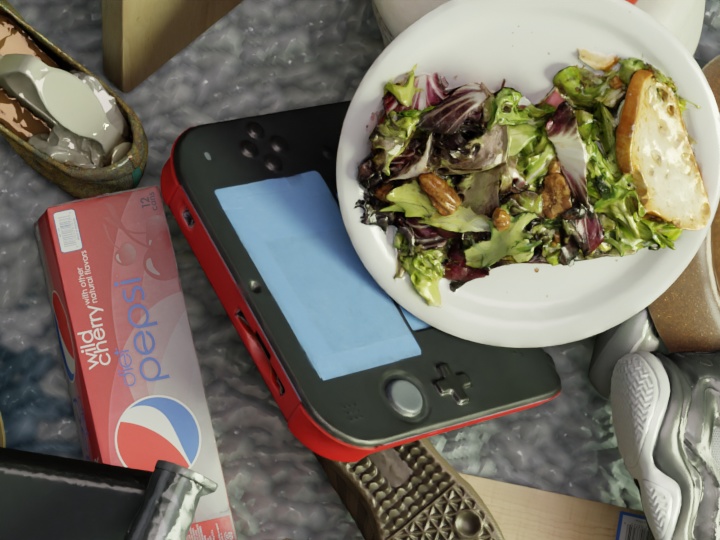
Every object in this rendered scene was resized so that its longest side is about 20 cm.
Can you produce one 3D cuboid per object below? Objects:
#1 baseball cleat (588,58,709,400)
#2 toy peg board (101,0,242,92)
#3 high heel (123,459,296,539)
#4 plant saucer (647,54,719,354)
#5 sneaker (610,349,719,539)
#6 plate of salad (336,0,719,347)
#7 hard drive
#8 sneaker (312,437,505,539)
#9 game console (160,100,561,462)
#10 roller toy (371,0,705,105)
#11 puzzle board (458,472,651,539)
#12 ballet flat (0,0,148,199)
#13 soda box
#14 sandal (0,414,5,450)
[{"bbox_3d":[0.147,-0.030,1.579,0.106,0.070,0.201,23,73,5],"label":"baseball cleat"},{"bbox_3d":[-0.081,-0.223,1.478,0.199,0.200,0.098,-41,79,-16],"label":"toy peg board"},{"bbox_3d":[-0.055,0.199,1.411,0.200,0.071,0.143,32,74,-29],"label":"high heel"},{"bbox_3d":[0.234,-0.028,1.561,0.200,0.034,0.201,-7,100,-40],"label":"plant saucer"},{"bbox_3d":[0.208,0.131,1.522,0.113,0.075,0.201,-14,100,-7],"label":"sneaker"},{"bbox_3d":[0.087,-0.048,1.433,0.199,0.048,0.201,-1,114,-3],"label":"plate of salad"},{"bbox_3d":[-0.180,0.189,1.424,0.139,0.033,0.201,10,102,-6],"label":"hard drive"},{"bbox_3d":[0.026,0.121,1.508,0.070,0.076,0.201,-29,90,2],"label":"sneaker"},{"bbox_3d":[0.000,0.000,1.486,0.176,0.031,0.200,-15,67,-38],"label":"game console"},{"bbox_3d":[0.094,-0.159,1.512,0.182,0.140,0.201,17,77,10],"label":"roller toy"},{"bbox_3d":[0.115,0.201,1.554,0.199,0.017,0.151,13,78,-13],"label":"puzzle board"},{"bbox_3d":[-0.193,-0.111,1.491,0.200,0.071,0.071,39,75,-6],"label":"ballet flat"},{"bbox_3d":[-0.119,0.061,1.483,0.063,0.070,0.201,-11,85,-14],"label":"soda box"},{"bbox_3d":[-0.225,0.024,1.465,0.080,0.054,0.201,-19,78,13],"label":"sandal"}]
